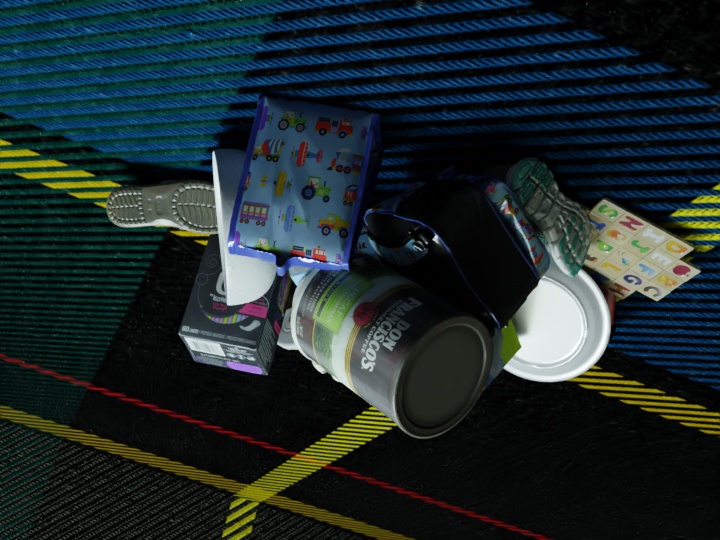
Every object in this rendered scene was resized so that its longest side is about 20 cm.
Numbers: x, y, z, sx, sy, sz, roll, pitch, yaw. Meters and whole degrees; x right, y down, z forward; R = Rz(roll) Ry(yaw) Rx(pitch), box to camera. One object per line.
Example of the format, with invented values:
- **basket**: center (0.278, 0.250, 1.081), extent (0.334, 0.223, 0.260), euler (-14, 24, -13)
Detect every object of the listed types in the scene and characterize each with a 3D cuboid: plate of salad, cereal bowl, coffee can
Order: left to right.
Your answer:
- **cereal bowl**: center (-0.143, -0.059, 1.443), extent (0.082, 0.203, 0.201), euler (-5, 157, -8)
- **coffee can**: center (0.033, 0.080, 1.280), extent (0.199, 0.147, 0.146), euler (31, 173, 45)
- **plate of salad**: center (0.244, 0.061, 1.526), extent (0.197, 0.048, 0.203), euler (10, 119, 18)

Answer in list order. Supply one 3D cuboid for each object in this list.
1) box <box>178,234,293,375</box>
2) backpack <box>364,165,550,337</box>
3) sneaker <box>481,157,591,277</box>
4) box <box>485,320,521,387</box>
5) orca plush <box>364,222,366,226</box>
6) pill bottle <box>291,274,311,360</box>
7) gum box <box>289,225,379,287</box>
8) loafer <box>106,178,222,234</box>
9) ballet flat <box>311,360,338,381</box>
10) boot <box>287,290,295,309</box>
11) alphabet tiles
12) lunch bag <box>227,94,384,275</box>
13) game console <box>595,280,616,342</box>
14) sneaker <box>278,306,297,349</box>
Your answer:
- **box**: center (-0.172, 0.033, 1.624), extent (0.120, 0.203, 0.106), euler (9, 156, 10)
- **backpack**: center (0.104, -0.031, 1.342), extent (0.183, 0.135, 0.199), euler (53, 163, -24)
- **sneaker**: center (0.213, -0.068, 1.364), extent (0.090, 0.078, 0.200), euler (12, 150, 47)
- **box**: center (0.130, 0.095, 1.443), extent (0.047, 0.200, 0.123), euler (-13, 107, 39)
- **orca plush**: center (-0.045, -0.080, 1.463), extent (0.104, 0.072, 0.199), euler (-23, 166, 30)
- **pill bottle**: center (0.019, 0.058, 1.466), extent (0.197, 0.113, 0.111), euler (-1, 166, -31)
- **gum box**: center (0.000, 0.000, 1.529), extent (0.167, 0.045, 0.200), euler (-16, 160, 3)
- **loafer**: center (-0.254, -0.095, 1.565), extent (0.196, 0.077, 0.068), euler (5, -167, 2)
- **ballet flat**: center (-0.031, 0.118, 1.564), extent (0.199, 0.066, 0.071), euler (19, 155, 47)
- **boot**: center (-0.059, 0.017, 1.706), extent (0.183, 0.065, 0.201), euler (6, 152, 16)
- **alphabet tiles**: center (0.324, -0.024, 1.424), extent (0.198, 0.006, 0.167), euler (27, 149, -9)
- **lunch bag**: center (-0.066, -0.089, 1.305), extent (0.148, 0.203, 0.094), euler (10, 155, 11)
- **game console**: center (0.268, 0.030, 1.596), extent (0.197, 0.121, 0.172), euler (8, -174, 16)
- **sneaker**: center (-0.042, 0.106, 1.713), extent (0.198, 0.074, 0.111), euler (-8, 145, 45)
